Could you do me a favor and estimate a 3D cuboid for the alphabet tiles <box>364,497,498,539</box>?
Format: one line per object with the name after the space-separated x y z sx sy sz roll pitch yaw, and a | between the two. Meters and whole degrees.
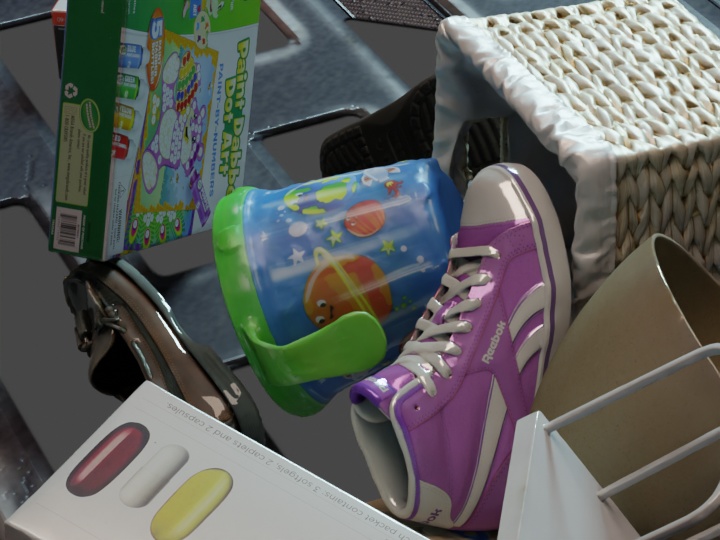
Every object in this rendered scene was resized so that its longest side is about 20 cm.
0.017 0.153 1.327 0.199 0.015 0.195 18 13 29 | alphabet tiles

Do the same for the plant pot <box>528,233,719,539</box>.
0.159 0.101 1.328 0.134 0.200 0.201 -37 31 14 | plant pot

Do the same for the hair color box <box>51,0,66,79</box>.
-0.152 -0.212 1.924 0.101 0.062 0.200 5 35 11 | hair color box

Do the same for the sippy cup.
0.000 0.000 1.483 0.129 0.140 0.179 -20 58 14 | sippy cup

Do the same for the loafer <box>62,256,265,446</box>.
-0.132 0.055 1.509 0.063 0.072 0.200 -27 41 -23 | loafer

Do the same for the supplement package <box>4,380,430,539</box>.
-0.054 0.177 1.188 0.199 0.156 0.111 27 49 20 | supplement package

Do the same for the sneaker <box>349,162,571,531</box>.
0.050 0.038 1.379 0.114 0.202 0.072 6 -9 -33 | sneaker

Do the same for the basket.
0.150 -0.036 1.504 0.160 0.200 0.200 -12 33 -18 | basket

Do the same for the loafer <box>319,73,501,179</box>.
0.060 -0.095 1.660 0.199 0.074 0.071 -13 7 43 | loafer

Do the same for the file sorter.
0.169 0.154 1.175 0.124 0.200 0.139 -29 23 25 | file sorter

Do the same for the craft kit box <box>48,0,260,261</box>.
-0.124 -0.118 1.595 0.048 0.202 0.197 10 12 18 | craft kit box
